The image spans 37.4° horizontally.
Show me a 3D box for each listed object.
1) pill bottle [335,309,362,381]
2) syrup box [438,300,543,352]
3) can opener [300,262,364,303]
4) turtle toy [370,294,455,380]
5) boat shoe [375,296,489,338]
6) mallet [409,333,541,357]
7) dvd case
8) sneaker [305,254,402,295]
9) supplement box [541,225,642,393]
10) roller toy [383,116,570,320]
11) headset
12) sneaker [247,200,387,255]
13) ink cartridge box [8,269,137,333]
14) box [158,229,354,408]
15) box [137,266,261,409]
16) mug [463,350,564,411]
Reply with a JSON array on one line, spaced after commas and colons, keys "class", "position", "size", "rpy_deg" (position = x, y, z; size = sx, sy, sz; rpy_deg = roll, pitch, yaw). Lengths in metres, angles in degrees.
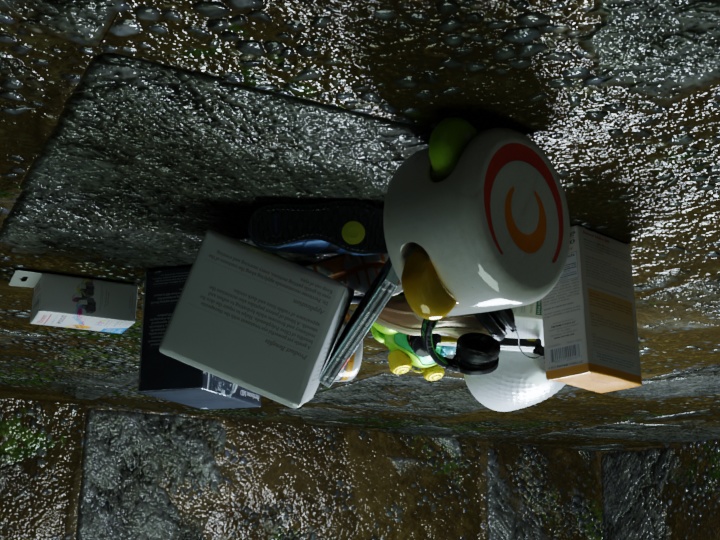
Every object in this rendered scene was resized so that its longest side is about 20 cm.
[{"class": "pill bottle", "position": [-0.105, 0.116, 1.649], "size": [0.199, 0.117, 0.116], "rpy_deg": [2, 166, -20]}, {"class": "syrup box", "position": [0.193, 0.066, 1.645], "size": [0.199, 0.079, 0.082], "rpy_deg": [5, 134, 9]}, {"class": "can opener", "position": [-0.057, 0.032, 1.666], "size": [0.063, 0.079, 0.199], "rpy_deg": [-19, 165, 34]}, {"class": "turtle toy", "position": [0.086, 0.091, 1.751], "size": [0.199, 0.146, 0.101], "rpy_deg": [15, 140, -39]}, {"class": "boat shoe", "position": [0.107, 0.055, 1.567], "size": [0.199, 0.065, 0.071], "rpy_deg": [7, -156, -3]}, {"class": "mallet", "position": [0.171, 0.102, 1.607], "size": [0.199, 0.041, 0.066], "rpy_deg": [1, -158, -8]}, {"class": "dvd case", "position": [0.013, 0.046, 1.415], "size": [0.022, 0.146, 0.200], "rpy_deg": [31, 126, -3]}, {"class": "sneaker", "position": [0.000, 0.000, 1.541], "size": [0.199, 0.079, 0.077], "rpy_deg": [-8, -173, 23]}, {"class": "supplement box", "position": [0.307, 0.054, 1.431], "size": [0.126, 0.201, 0.073], "rpy_deg": [17, 156, -40]}, {"class": "roller toy", "position": [0.118, -0.045, 1.114], "size": [0.139, 0.201, 0.182], "rpy_deg": [-12, 166, 43]}, {"class": "headset", "position": [0.183, 0.098, 1.498], "size": [0.199, 0.124, 0.094], "rpy_deg": [15, -160, -25]}, {"class": "sneaker", "position": [-0.044, -0.052, 1.362], "size": [0.199, 0.066, 0.078], "rpy_deg": [2, 175, 2]}, {"class": "ink cartridge box", "position": [-0.484, 0.055, 1.781], "size": [0.199, 0.068, 0.115], "rpy_deg": [9, 163, -22]}, {"class": "box", "position": [-0.130, 0.066, 1.422], "size": [0.198, 0.172, 0.200], "rpy_deg": [22, 178, 5]}, {"class": "box", "position": [-0.253, 0.113, 1.725], "size": [0.123, 0.198, 0.200], "rpy_deg": [-4, 164, 22]}, {"class": "mug", "position": [0.292, 0.136, 1.760], "size": [0.199, 0.148, 0.175], "rpy_deg": [-26, 176, -27]}]
